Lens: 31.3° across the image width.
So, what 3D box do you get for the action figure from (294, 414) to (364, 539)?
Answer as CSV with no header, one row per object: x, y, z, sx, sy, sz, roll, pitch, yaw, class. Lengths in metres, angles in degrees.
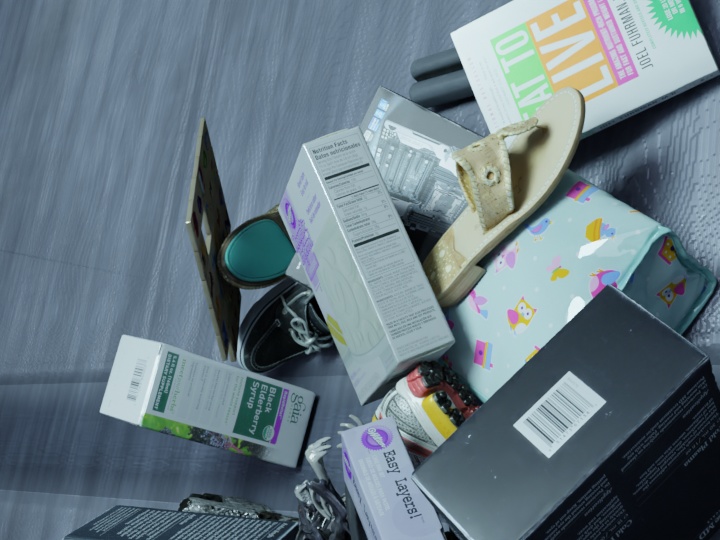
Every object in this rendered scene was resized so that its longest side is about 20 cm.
0.001,0.182,1.145,0.199,0.119,0.103,-35,91,14,action figure

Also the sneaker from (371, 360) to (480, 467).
0.087,0.171,1.051,0.082,0.078,0.201,-37,92,25,sneaker

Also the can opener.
0.123,-0.207,1.227,0.198,0.067,0.054,-11,65,35,can opener

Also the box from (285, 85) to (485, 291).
0.044,-0.046,1.203,0.156,0.050,0.202,29,93,18,box

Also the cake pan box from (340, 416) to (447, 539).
0.035,0.242,0.981,0.201,0.051,0.186,-115,18,-48,cake pan box

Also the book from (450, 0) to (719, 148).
0.194,-0.188,1.118,0.198,0.048,0.135,-25,79,20,book

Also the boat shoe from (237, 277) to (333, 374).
-0.049,0.046,1.290,0.199,0.073,0.068,-38,35,15,boat shoe

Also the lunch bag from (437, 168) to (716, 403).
0.162,0.033,1.055,0.201,0.121,0.170,-56,45,3,lunch bag

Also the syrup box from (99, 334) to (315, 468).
-0.145,0.130,1.257,0.081,0.198,0.080,6,77,50,syrup box

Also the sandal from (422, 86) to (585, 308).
0.096,-0.066,1.037,0.213,0.069,0.078,-56,32,17,sandal

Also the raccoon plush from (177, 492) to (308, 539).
-0.122,0.299,1.251,0.198,0.096,0.136,7,86,45,raccoon plush

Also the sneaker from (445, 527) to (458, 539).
0.085,0.295,1.063,0.104,0.059,0.203,178,79,-81,sneaker

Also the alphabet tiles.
-0.140,-0.018,1.250,0.007,0.202,0.168,-6,39,3,alphabet tiles

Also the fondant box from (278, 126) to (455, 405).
0.000,0.000,1.106,0.144,0.057,0.202,122,127,-67,fondant box

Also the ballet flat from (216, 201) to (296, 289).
-0.087,-0.028,1.301,0.065,0.199,0.071,-28,95,44,ballet flat

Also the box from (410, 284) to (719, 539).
0.165,0.151,0.917,0.200,0.183,0.104,-42,44,-8,box

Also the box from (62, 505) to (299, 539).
-0.162,0.310,1.185,0.197,0.107,0.151,2,97,18,box
